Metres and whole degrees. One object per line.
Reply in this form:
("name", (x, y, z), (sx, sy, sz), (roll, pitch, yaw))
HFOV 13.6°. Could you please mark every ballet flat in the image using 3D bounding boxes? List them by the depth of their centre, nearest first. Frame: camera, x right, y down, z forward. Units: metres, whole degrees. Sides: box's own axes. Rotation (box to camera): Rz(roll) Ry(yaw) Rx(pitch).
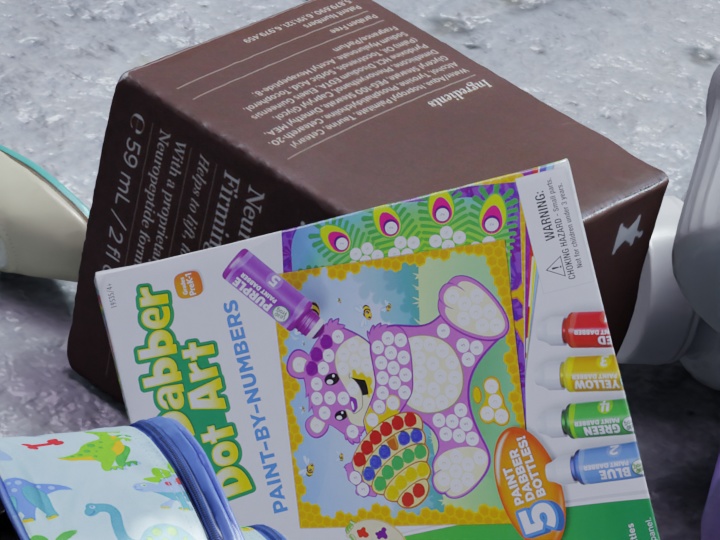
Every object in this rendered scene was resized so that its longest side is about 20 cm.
("ballet flat", (-0.203, -0.041, 1.466), (0.069, 0.070, 0.200), (-18, 42, -39))

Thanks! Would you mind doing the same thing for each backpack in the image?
("backpack", (-0.085, 0.157, 1.069), (0.146, 0.201, 0.183), (-6, 37, -22))

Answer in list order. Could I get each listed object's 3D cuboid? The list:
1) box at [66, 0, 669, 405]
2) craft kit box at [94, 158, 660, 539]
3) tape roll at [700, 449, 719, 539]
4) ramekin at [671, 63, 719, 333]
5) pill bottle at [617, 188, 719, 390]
("box", (0.000, 0.000, 1.371), (0.200, 0.166, 0.164), (32, 36, 28))
("craft kit box", (0.011, 0.074, 1.203), (0.197, 0.201, 0.049), (-14, -1, -3))
("tape roll", (0.248, 0.098, 1.269), (0.199, 0.200, 0.085), (17, 47, 6))
("ramekin", (0.235, -0.013, 1.336), (0.200, 0.201, 0.098), (20, 70, 10))
("pill bottle", (0.218, 0.005, 1.492), (0.199, 0.112, 0.112), (0, 35, -19))
